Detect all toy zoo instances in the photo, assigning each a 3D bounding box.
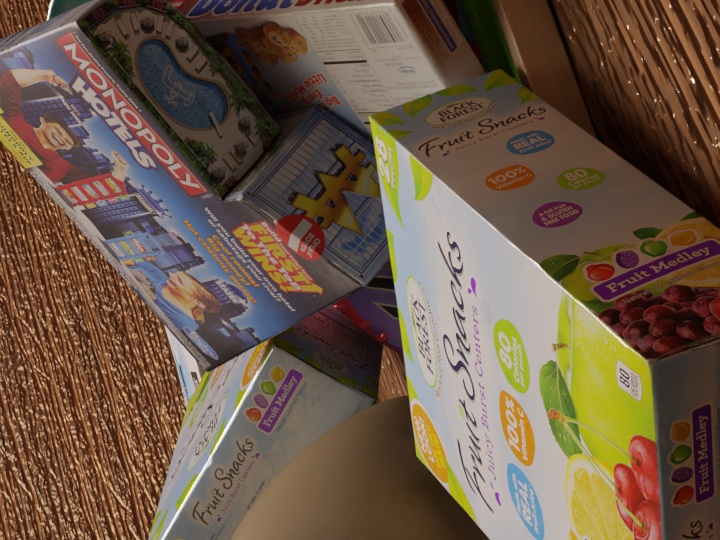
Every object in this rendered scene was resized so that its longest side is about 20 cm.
[{"bbox_3d":[0.053,-0.076,0.781,0.200,0.020,0.133,116,137,-74],"label":"toy zoo"}]

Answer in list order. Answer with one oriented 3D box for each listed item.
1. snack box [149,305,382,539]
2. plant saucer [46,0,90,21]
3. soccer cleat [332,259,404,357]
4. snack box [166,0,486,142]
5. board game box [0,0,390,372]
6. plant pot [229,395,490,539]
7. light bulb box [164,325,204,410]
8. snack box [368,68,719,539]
[{"bbox_3d":[-0.050,0.073,1.008,0.170,0.067,0.201,-59,11,23],"label":"snack box"},{"bbox_3d":[-0.120,-0.108,1.064,0.199,0.036,0.203,15,111,42],"label":"plant saucer"},{"bbox_3d":[0.000,0.000,0.919,0.201,0.073,0.068,54,163,5],"label":"soccer cleat"},{"bbox_3d":[-0.026,-0.089,0.763,0.199,0.024,0.072,6,139,51],"label":"snack box"},{"bbox_3d":[-0.066,-0.045,0.791,0.200,0.062,0.199,51,152,-21],"label":"board game box"},{"bbox_3d":[0.029,0.140,0.846,0.202,0.198,0.135,86,-168,-46],"label":"plant pot"},{"bbox_3d":[-0.085,0.048,1.377,0.200,0.123,0.201,166,88,-78],"label":"light bulb box"},{"bbox_3d":[0.080,0.044,0.642,0.200,0.067,0.170,-133,28,-54],"label":"snack box"}]
